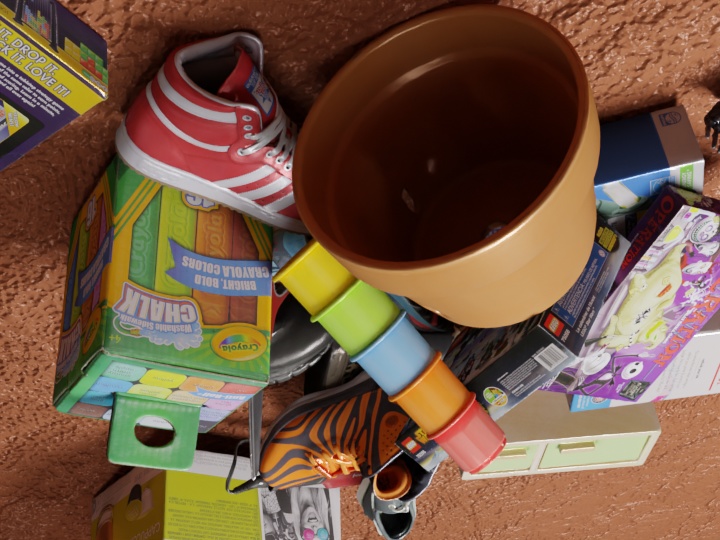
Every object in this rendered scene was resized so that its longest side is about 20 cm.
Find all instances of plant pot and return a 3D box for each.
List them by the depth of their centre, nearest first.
[{"bbox_3d":[0.073,-0.054,0.775,0.199,0.201,0.140,-21,143,16],"label":"plant pot"}]

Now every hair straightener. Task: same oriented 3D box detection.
[{"bbox_3d":[-0.062,0.192,1.166,0.199,0.077,0.041,-4,123,-45],"label":"hair straightener"}]

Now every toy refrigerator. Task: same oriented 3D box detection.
[{"bbox_3d":[0.201,0.167,1.204,0.198,0.070,0.076,-3,143,-8],"label":"toy refrigerator"}]

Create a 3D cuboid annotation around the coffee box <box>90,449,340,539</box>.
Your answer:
[{"bbox_3d":[-0.152,0.315,1.192,0.199,0.199,0.200,14,148,-29],"label":"coffee box"}]

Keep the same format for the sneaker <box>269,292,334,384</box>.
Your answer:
[{"bbox_3d":[-0.114,0.048,0.979,0.199,0.076,0.091,-11,138,-1],"label":"sneaker"}]

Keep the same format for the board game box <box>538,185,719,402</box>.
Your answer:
[{"bbox_3d":[0.232,0.026,0.929,0.119,0.032,0.201,6,129,-35],"label":"board game box"}]

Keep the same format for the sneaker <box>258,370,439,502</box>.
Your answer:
[{"bbox_3d":[-0.009,0.157,1.001,0.200,0.112,0.077,-37,129,23],"label":"sneaker"}]

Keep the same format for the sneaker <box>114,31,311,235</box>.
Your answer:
[{"bbox_3d":[-0.057,-0.093,0.803,0.199,0.072,0.113,14,141,-25],"label":"sneaker"}]

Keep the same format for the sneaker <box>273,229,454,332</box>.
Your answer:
[{"bbox_3d":[0.000,0.000,0.949,0.095,0.080,0.199,-15,149,40],"label":"sneaker"}]

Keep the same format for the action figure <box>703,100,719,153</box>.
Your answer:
[{"bbox_3d":[0.335,-0.144,0.796,0.118,0.103,0.200,21,137,-18],"label":"action figure"}]

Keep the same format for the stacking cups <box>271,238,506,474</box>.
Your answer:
[{"bbox_3d":[0.026,0.058,0.828,0.200,0.061,0.060,47,124,-7],"label":"stacking cups"}]

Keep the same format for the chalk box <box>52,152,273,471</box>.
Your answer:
[{"bbox_3d":[-0.141,0.040,0.835,0.124,0.201,0.124,12,150,-26],"label":"chalk box"}]

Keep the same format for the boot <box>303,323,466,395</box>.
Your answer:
[{"bbox_3d":[0.026,0.110,1.093,0.149,0.073,0.201,0,137,-12],"label":"boot"}]

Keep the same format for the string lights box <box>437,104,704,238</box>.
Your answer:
[{"bbox_3d":[0.161,-0.054,0.910,0.199,0.059,0.103,-14,146,6],"label":"string lights box"}]

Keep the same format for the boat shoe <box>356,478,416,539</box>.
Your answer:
[{"bbox_3d":[0.041,0.209,1.142,0.072,0.062,0.200,-19,153,-19],"label":"boat shoe"}]

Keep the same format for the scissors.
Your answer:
[{"bbox_3d":[-0.087,0.065,0.928,0.014,0.201,0.073,8,173,33],"label":"scissors"}]

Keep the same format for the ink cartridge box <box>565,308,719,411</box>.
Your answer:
[{"bbox_3d":[0.291,0.065,1.088,0.198,0.068,0.115,-7,144,-3],"label":"ink cartridge box"}]

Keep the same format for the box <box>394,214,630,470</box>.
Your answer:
[{"bbox_3d":[0.114,0.058,0.894,0.040,0.137,0.200,39,136,-3],"label":"box"}]

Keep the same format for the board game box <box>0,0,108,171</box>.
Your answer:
[{"bbox_3d":[-0.282,-0.137,0.709,0.165,0.057,0.200,-29,139,21],"label":"board game box"}]
